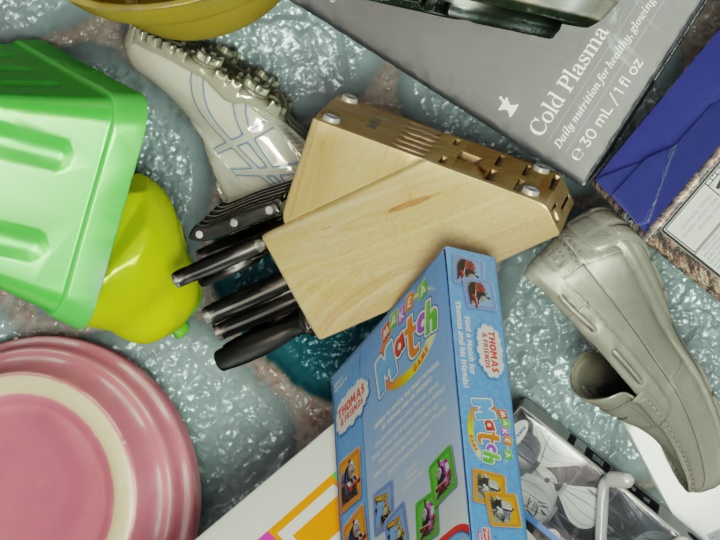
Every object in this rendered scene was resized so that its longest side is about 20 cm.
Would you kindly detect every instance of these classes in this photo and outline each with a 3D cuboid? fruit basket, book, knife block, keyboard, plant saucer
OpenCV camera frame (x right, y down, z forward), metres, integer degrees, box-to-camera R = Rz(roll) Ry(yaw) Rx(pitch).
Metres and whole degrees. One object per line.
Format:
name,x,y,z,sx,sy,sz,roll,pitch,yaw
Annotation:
fruit basket,-0.168,-0.042,1.172,0.215,0.216,0.156,18,99,5
book,-0.015,0.172,1.131,0.134,0.048,0.200,46,56,7
knife block,0.000,0.000,1.139,0.200,0.064,0.176,20,112,6
keyboard,0.226,0.162,1.214,0.056,0.011,0.200,-28,92,15
plant saucer,-0.198,0.139,1.222,0.200,0.051,0.201,-2,84,15

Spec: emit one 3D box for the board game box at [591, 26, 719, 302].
board game box,0.259,-0.038,1.107,0.200,0.097,0.159,37,100,-22

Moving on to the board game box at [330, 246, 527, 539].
board game box,0.033,0.111,1.064,0.037,0.151,0.200,10,56,-23

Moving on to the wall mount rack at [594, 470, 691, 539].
wall mount rack,0.148,0.154,1.081,0.174,0.200,0.075,13,100,51

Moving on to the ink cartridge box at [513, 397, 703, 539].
ink cartridge box,0.144,0.177,1.207,0.200,0.039,0.099,38,100,4

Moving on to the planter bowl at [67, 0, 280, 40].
planter bowl,-0.095,-0.193,1.159,0.200,0.083,0.201,-8,51,10

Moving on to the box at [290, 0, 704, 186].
box,0.099,-0.184,1.137,0.197,0.124,0.200,33,99,5

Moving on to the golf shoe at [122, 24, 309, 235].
golf shoe,-0.069,-0.069,1.196,0.200,0.078,0.097,34,105,4

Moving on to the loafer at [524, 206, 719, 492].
loafer,0.151,0.054,1.143,0.070,0.070,0.200,-32,118,-4

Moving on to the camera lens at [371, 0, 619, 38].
camera lens,0.066,-0.223,0.994,0.160,0.160,0.200,13,97,6
